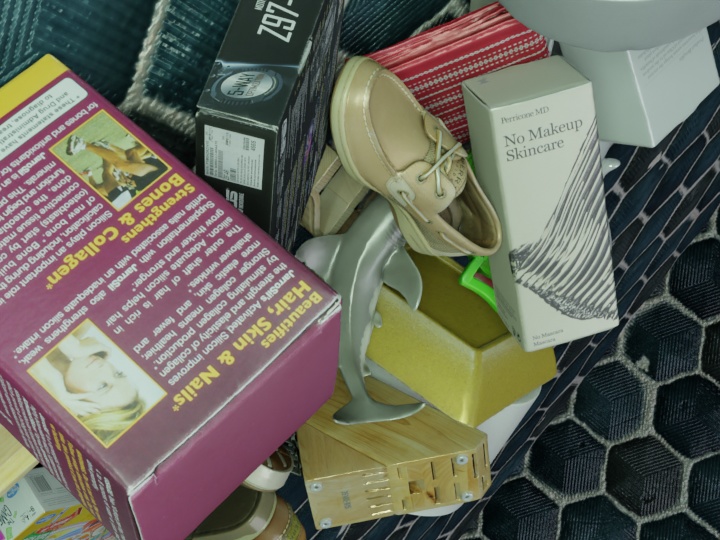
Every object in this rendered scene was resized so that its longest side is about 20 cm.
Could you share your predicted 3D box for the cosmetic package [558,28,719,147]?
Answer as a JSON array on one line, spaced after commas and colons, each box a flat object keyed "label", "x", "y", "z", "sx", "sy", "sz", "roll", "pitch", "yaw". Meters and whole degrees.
[{"label": "cosmetic package", "x": 0.207, "y": -0.209, "z": 1.036, "sx": 0.101, "sy": 0.071, "sz": 0.201, "roll": -41, "pitch": 124, "yaw": -28}]

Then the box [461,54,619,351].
[{"label": "box", "x": 0.133, "y": -0.047, "z": 0.969, "sx": 0.082, "sy": 0.068, "sz": 0.201, "roll": -17, "pitch": 118, "yaw": -6}]

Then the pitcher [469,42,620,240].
[{"label": "pitcher", "x": 0.171, "y": -0.093, "z": 1.178, "sx": 0.121, "sy": 0.171, "sz": 0.201, "roll": -58, "pitch": 174, "yaw": -48}]

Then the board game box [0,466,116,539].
[{"label": "board game box", "x": -0.222, "y": 0.187, "z": 0.944, "sx": 0.134, "sy": 0.034, "sz": 0.200, "roll": -41, "pitch": 165, "yaw": 14}]

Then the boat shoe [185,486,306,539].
[{"label": "boat shoe", "x": -0.129, "y": 0.211, "z": 1.038, "sx": 0.068, "sy": 0.199, "sz": 0.072, "roll": 47, "pitch": 51, "yaw": -31}]

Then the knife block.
[{"label": "knife block", "x": -0.005, "y": 0.120, "z": 1.093, "sx": 0.199, "sy": 0.176, "sz": 0.064, "roll": -10, "pitch": 133, "yaw": -1}]

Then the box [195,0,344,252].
[{"label": "box", "x": -0.050, "y": -0.081, "z": 0.752, "sx": 0.200, "sy": 0.043, "sz": 0.161, "roll": 100, "pitch": 5, "yaw": -57}]

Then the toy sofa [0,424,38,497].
[{"label": "toy sofa", "x": -0.212, "y": 0.080, "z": 0.698, "sx": 0.200, "sy": 0.097, "sz": 0.083, "roll": -43, "pitch": 160, "yaw": -24}]

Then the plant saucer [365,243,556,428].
[{"label": "plant saucer", "x": 0.064, "y": 0.036, "z": 1.126, "sx": 0.200, "sy": 0.200, "sz": 0.049, "roll": -17, "pitch": 138, "yaw": -60}]

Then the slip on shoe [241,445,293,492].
[{"label": "slip on shoe", "x": -0.106, "y": 0.131, "z": 0.985, "sx": 0.061, "sy": 0.076, "sz": 0.200, "roll": -53, "pitch": -157, "yaw": -2}]

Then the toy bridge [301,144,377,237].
[{"label": "toy bridge", "x": -0.017, "y": -0.054, "z": 1.028, "sx": 0.067, "sy": 0.027, "sz": 0.200, "roll": -52, "pitch": 162, "yaw": 7}]

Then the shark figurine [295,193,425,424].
[{"label": "shark figurine", "x": -0.011, "y": 0.019, "z": 0.995, "sx": 0.089, "sy": 0.128, "sz": 0.216, "roll": 24, "pitch": 68, "yaw": -34}]

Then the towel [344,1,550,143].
[{"label": "towel", "x": 0.073, "y": -0.137, "z": 0.986, "sx": 0.144, "sy": 0.023, "sz": 0.200, "roll": -20, "pitch": 164, "yaw": 9}]

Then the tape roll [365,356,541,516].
[{"label": "tape roll", "x": 0.047, "y": 0.107, "z": 1.219, "sx": 0.140, "sy": 0.202, "sz": 0.202, "roll": -59, "pitch": 161, "yaw": 23}]

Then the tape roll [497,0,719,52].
[{"label": "tape roll", "x": 0.162, "y": -0.239, "z": 0.816, "sx": 0.200, "sy": 0.200, "sz": 0.066, "roll": -48, "pitch": 162, "yaw": -9}]

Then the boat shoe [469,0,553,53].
[{"label": "boat shoe", "x": 0.126, "y": -0.194, "z": 0.989, "sx": 0.068, "sy": 0.072, "sz": 0.200, "roll": -14, "pitch": 153, "yaw": -9}]

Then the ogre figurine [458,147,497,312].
[{"label": "ogre figurine", "x": 0.104, "y": -0.036, "z": 1.103, "sx": 0.098, "sy": 0.120, "sz": 0.200, "roll": -44, "pitch": -175, "yaw": -33}]

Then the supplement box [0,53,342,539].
[{"label": "supplement box", "x": -0.123, "y": 0.016, "z": 0.624, "sx": 0.131, "sy": 0.200, "sz": 0.103, "roll": -41, "pitch": 160, "yaw": -24}]

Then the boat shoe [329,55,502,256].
[{"label": "boat shoe", "x": 0.043, "y": -0.073, "z": 0.883, "sx": 0.200, "sy": 0.064, "sz": 0.072, "roll": 48, "pitch": 60, "yaw": -53}]
